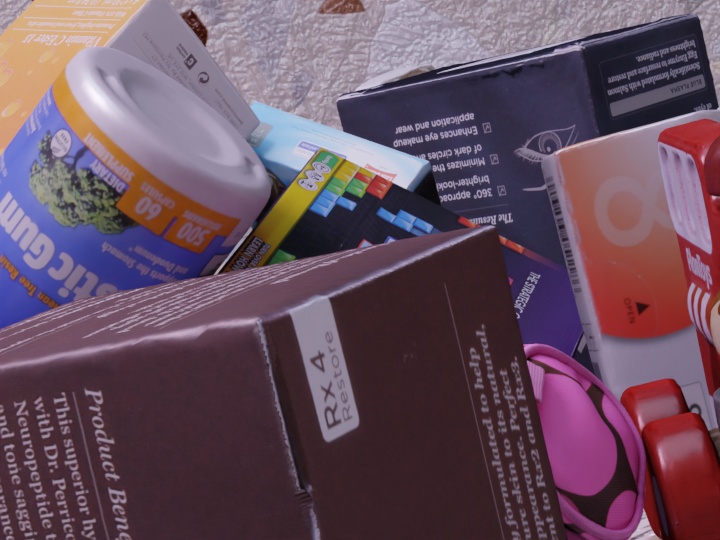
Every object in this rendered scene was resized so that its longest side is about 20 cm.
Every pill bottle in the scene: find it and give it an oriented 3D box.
[{"bbox_3d":[-0.140,0.006,1.123,0.200,0.112,0.112,-52,-5,15],"label":"pill bottle"}]

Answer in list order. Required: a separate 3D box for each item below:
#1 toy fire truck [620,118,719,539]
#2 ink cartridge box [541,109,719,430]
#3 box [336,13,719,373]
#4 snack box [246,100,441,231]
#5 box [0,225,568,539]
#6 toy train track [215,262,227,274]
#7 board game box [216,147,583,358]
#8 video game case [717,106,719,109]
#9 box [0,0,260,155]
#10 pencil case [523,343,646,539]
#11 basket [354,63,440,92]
[{"bbox_3d":[0.157,0.024,0.969,0.111,0.169,0.200,-14,6,1],"label":"toy fire truck"},{"bbox_3d":[0.200,-0.001,1.131,0.199,0.163,0.050,-15,-1,-1],"label":"ink cartridge box"},{"bbox_3d":[0.111,-0.030,1.412,0.196,0.201,0.117,-7,8,46],"label":"box"},{"bbox_3d":[0.000,0.000,1.346,0.116,0.201,0.037,20,59,29],"label":"snack box"},{"bbox_3d":[-0.053,0.092,0.849,0.199,0.167,0.164,-10,6,31],"label":"box"},{"bbox_3d":[-0.130,0.015,1.269,0.199,0.033,0.115,-1,45,48],"label":"toy train track"},{"bbox_3d":[0.016,0.032,1.154,0.165,0.057,0.200,25,29,4],"label":"board game box"},{"bbox_3d":[0.241,-0.035,1.275,0.181,0.023,0.200,15,37,31],"label":"video game case"},{"bbox_3d":[-0.171,-0.046,1.265,0.200,0.098,0.124,-50,31,-21],"label":"box"},{"bbox_3d":[0.011,0.089,0.959,0.199,0.094,0.091,-23,20,33],"label":"pencil case"},{"bbox_3d":[0.082,-0.039,1.620,0.123,0.201,0.136,-5,9,17],"label":"basket"}]
